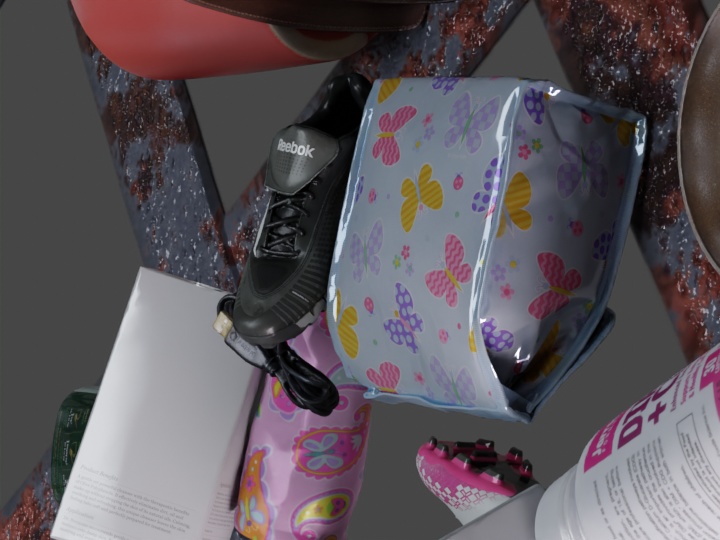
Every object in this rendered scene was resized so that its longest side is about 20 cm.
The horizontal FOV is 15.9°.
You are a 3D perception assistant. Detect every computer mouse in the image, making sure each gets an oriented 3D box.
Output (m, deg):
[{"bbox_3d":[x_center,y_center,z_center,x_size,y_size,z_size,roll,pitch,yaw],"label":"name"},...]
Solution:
[{"bbox_3d":[0.000,0.000,1.679,0.110,0.200,0.044,34,160,31],"label":"computer mouse"}]

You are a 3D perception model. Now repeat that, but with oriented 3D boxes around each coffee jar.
[{"bbox_3d":[-0.151,0.137,1.922,0.200,0.085,0.105,-5,79,56],"label":"coffee jar"}]

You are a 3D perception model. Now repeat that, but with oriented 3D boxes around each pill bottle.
[{"bbox_3d":[0.188,0.113,1.396,0.200,0.113,0.114,-42,53,46],"label":"pill bottle"}]

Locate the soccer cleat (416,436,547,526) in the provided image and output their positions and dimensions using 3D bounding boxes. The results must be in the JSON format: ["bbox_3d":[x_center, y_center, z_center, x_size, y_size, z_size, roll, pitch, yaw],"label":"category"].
[{"bbox_3d":[0.092,0.163,1.572,0.200,0.070,0.087,25,107,54],"label":"soccer cleat"}]

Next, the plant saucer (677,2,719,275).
[{"bbox_3d":[0.249,-0.077,1.402,0.200,0.032,0.201,-11,77,55],"label":"plant saucer"}]

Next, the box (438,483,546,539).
[{"bbox_3d":[0.063,0.242,1.510,0.152,0.106,0.200,58,145,9],"label":"box"}]

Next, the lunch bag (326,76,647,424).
[{"bbox_3d":[0.072,-0.011,1.575,0.169,0.127,0.201,4,78,56],"label":"lunch bag"}]

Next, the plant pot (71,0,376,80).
[{"bbox_3d":[-0.077,-0.222,1.778,0.177,0.200,0.201,13,98,45],"label":"plant pot"}]

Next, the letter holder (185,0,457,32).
[{"bbox_3d":[-0.006,-0.215,1.644,0.101,0.200,0.143,29,111,53],"label":"letter holder"}]

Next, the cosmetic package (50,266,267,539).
[{"bbox_3d":[-0.127,0.109,1.786,0.107,0.085,0.200,19,86,15],"label":"cosmetic package"}]

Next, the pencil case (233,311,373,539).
[{"bbox_3d":[-0.028,0.094,1.753,0.087,0.087,0.201,27,108,54],"label":"pencil case"}]

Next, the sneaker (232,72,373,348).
[{"bbox_3d":[-0.035,-0.046,1.633,0.066,0.091,0.200,11,56,32],"label":"sneaker"}]
